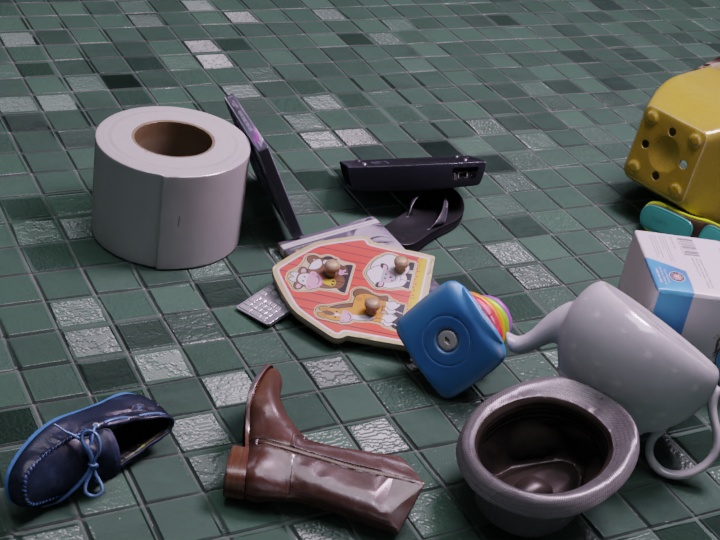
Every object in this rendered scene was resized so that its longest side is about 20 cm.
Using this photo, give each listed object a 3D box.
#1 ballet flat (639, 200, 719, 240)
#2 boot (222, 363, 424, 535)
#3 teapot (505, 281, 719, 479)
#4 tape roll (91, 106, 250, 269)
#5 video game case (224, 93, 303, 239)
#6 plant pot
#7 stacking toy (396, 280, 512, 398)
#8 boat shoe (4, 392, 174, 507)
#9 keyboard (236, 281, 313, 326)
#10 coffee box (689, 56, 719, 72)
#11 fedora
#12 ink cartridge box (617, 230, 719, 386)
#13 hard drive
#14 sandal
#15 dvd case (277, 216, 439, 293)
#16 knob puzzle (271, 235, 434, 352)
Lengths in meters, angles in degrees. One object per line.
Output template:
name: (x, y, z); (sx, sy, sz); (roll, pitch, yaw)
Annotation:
ballet flat: (0.502, -0.047, 1.871); (0.067, 0.067, 0.200); (3, 25, -47)
boot: (-0.028, 0.185, 1.333); (0.200, 0.064, 0.187); (9, 44, 4)
teapot: (0.297, 0.120, 1.439); (0.197, 0.146, 0.200); (30, 11, -32)
tape roll: (-0.251, -0.113, 1.678); (0.202, 0.139, 0.203); (8, 31, -5)
video game case: (-0.135, -0.146, 1.754); (0.019, 0.143, 0.200); (-24, 34, -5)
plant pot: (0.517, -0.185, 1.938); (0.200, 0.196, 0.194); (-9, 35, -43)
stacking toy: (0.143, 0.070, 1.552); (0.116, 0.110, 0.200); (56, 25, 10)
boat shoe: (-0.264, 0.172, 1.265); (0.069, 0.084, 0.200); (14, 32, 29)
keyboard: (-0.069, 0.012, 1.624); (0.056, 0.011, 0.200); (31, 46, 29)
coffee box: (0.686, -0.336, 2.368); (0.113, 0.080, 0.200); (28, 36, 28)
fedora: (0.191, 0.208, 1.336); (0.177, 0.090, 0.200); (27, 42, 28)
ink cartridge box: (0.436, 0.057, 1.599); (0.200, 0.146, 0.147); (7, 31, -5)
hard drive: (0.074, -0.144, 1.864); (0.200, 0.042, 0.135); (-3, 9, -7)
sandal: (0.095, -0.080, 1.817); (0.076, 0.043, 0.200); (21, 33, 17)
dvd case: (0.000, 0.000, 1.669); (0.148, 0.016, 0.200); (-16, 39, -23)
knob puzzle: (-0.013, 0.014, 1.599); (0.219, 0.030, 0.220); (5, 42, -4)
